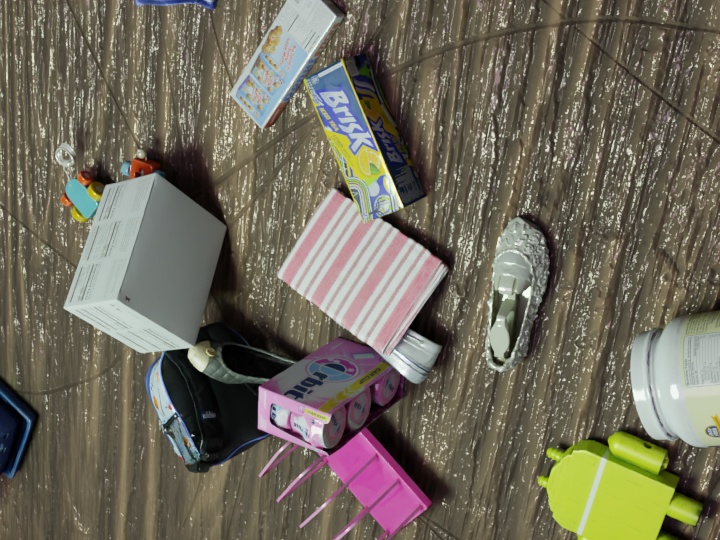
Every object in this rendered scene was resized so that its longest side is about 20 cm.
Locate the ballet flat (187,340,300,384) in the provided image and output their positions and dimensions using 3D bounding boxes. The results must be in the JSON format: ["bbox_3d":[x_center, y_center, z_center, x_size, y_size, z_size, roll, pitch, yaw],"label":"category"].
[{"bbox_3d":[-0.148,0.132,1.398,0.199,0.067,0.057,14,143,-19],"label":"ballet flat"}]

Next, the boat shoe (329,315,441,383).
[{"bbox_3d":[0.026,0.069,1.323,0.200,0.074,0.067,38,96,16],"label":"boat shoe"}]

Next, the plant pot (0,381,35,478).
[{"bbox_3d":[-0.732,0.305,1.811,0.200,0.180,0.200,38,123,16],"label":"plant pot"}]

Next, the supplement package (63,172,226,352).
[{"bbox_3d":[-0.299,-0.007,1.381,0.111,0.156,0.201,-8,58,35],"label":"supplement package"}]

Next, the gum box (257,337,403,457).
[{"bbox_3d":[-0.039,0.166,1.306,0.113,0.200,0.066,16,115,28],"label":"gum box"}]

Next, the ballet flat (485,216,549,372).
[{"bbox_3d":[0.188,0.037,1.199,0.072,0.072,0.201,15,114,27],"label":"ballet flat"}]

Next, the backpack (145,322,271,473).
[{"bbox_3d":[-0.221,0.184,1.451,0.154,0.200,0.191,-29,87,49],"label":"backpack"}]

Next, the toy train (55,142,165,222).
[{"bbox_3d":[-0.377,-0.131,1.507,0.199,0.056,0.151,15,114,24],"label":"toy train"}]

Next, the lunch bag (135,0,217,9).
[{"bbox_3d":[-0.219,-0.431,1.224,0.123,0.200,0.171,3,114,-7],"label":"lunch bag"}]

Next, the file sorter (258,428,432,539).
[{"bbox_3d":[-0.030,0.311,1.378,0.200,0.125,0.139,47,144,9],"label":"file sorter"}]

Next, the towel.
[{"bbox_3d":[0.000,0.000,1.291,0.200,0.030,0.147,35,93,20],"label":"towel"}]

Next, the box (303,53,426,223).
[{"bbox_3d":[0.006,-0.168,1.241,0.070,0.064,0.201,-19,95,36],"label":"box"}]

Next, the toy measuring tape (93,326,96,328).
[{"bbox_3d":[-0.371,0.068,1.577,0.200,0.073,0.074,-2,107,51],"label":"toy measuring tape"}]

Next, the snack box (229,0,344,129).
[{"bbox_3d":[-0.100,-0.283,1.290,0.072,0.024,0.200,47,125,10],"label":"snack box"}]

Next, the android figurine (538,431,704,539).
[{"bbox_3d":[0.319,0.287,1.221,0.199,0.041,0.183,21,117,24],"label":"android figurine"}]

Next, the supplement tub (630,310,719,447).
[{"bbox_3d":[0.406,0.112,1.038,0.199,0.145,0.146,-12,101,35],"label":"supplement tub"}]
